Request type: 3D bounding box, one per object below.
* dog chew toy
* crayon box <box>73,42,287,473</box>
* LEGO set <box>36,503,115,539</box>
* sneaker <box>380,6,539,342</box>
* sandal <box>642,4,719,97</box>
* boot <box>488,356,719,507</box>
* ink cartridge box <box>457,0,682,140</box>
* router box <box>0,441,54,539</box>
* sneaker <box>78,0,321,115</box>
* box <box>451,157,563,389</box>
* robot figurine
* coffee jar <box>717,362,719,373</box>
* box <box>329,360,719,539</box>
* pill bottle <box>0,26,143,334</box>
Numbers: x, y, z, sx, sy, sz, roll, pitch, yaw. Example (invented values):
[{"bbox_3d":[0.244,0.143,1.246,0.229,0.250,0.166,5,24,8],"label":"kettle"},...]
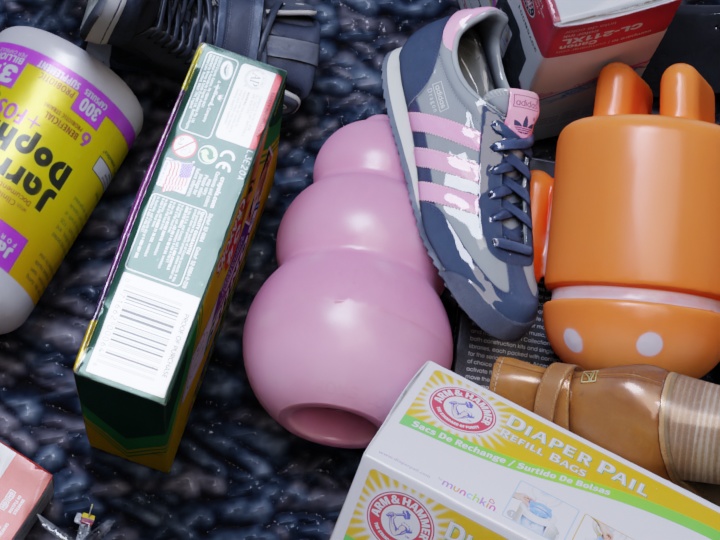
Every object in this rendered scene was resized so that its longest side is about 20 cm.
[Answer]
[{"bbox_3d":[0.000,0.000,1.257,0.123,0.125,0.202,11,64,-3],"label":"dog chew toy"},{"bbox_3d":[-0.100,-0.002,1.212,0.058,0.173,0.202,19,72,2],"label":"crayon box"},{"bbox_3d":[-0.123,0.226,1.149,0.199,0.116,0.154,31,42,10],"label":"LEGO set"},{"bbox_3d":[0.072,-0.061,1.221,0.070,0.082,0.202,8,57,-48],"label":"sneaker"},{"bbox_3d":[0.255,-0.139,1.320,0.198,0.043,0.077,-10,109,20],"label":"sandal"},{"bbox_3d":[0.147,0.131,1.221,0.154,0.201,0.077,9,49,15],"label":"boot"},{"bbox_3d":[0.117,-0.180,1.278,0.082,0.200,0.147,-15,75,-9],"label":"ink cartridge box"},{"bbox_3d":[-0.302,0.157,1.205,0.179,0.049,0.201,31,73,3],"label":"router box"},{"bbox_3d":[-0.090,-0.148,1.245,0.145,0.202,0.078,14,86,-6],"label":"sneaker"},{"bbox_3d":[0.128,0.033,1.303,0.141,0.036,0.202,10,74,-5],"label":"box"},{"bbox_3d":[0.167,-0.017,1.236,0.142,0.117,0.202,8,84,-18],"label":"robot figurine"},{"bbox_3d":[0.275,0.092,1.272,0.103,0.085,0.202,-3,72,-31],"label":"coffee jar"},{"bbox_3d":[0.089,0.156,1.151,0.199,0.113,0.101,26,35,10],"label":"box"},{"bbox_3d":[-0.217,-0.036,1.244,0.104,0.104,0.201,28,72,2],"label":"pill bottle"}]
